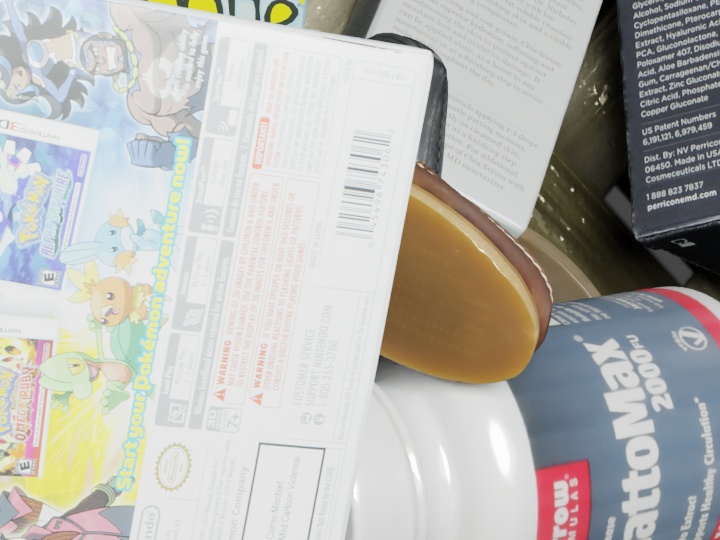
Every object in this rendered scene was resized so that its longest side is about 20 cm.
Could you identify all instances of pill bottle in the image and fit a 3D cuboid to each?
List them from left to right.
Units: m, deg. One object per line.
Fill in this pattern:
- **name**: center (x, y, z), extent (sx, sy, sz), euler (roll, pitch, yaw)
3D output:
- **pill bottle**: center (0.059, 0.076, 0.809), extent (0.199, 0.120, 0.120), euler (-8, 79, -31)

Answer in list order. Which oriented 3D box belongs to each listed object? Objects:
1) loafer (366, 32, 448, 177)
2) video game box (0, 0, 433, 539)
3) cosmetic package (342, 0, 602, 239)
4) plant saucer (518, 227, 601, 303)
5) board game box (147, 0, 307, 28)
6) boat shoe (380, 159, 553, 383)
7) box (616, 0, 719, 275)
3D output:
- **loafer**: center (0.000, 0.000, 0.857), extent (0.070, 0.068, 0.201), euler (5, 104, -44)
- **video game box**: center (-0.082, 0.010, 0.674), extent (0.182, 0.047, 0.201), euler (8, 98, -25)
- **cosmetic package**: center (0.045, -0.101, 0.954), extent (0.101, 0.071, 0.200), euler (29, 56, -10)
- **plant saucer**: center (0.044, 0.067, 0.946), extent (0.199, 0.029, 0.201), euler (8, 72, -26)
- **board game box**: center (-0.094, -0.057, 0.866), extent (0.103, 0.105, 0.201), euler (15, 68, -23)
- **boat shoe**: center (-0.011, -0.030, 0.766), extent (0.200, 0.071, 0.070), euler (31, 34, 12)
- **box**: center (0.221, -0.099, 0.998), extent (0.196, 0.117, 0.201), euler (19, 64, -52)
